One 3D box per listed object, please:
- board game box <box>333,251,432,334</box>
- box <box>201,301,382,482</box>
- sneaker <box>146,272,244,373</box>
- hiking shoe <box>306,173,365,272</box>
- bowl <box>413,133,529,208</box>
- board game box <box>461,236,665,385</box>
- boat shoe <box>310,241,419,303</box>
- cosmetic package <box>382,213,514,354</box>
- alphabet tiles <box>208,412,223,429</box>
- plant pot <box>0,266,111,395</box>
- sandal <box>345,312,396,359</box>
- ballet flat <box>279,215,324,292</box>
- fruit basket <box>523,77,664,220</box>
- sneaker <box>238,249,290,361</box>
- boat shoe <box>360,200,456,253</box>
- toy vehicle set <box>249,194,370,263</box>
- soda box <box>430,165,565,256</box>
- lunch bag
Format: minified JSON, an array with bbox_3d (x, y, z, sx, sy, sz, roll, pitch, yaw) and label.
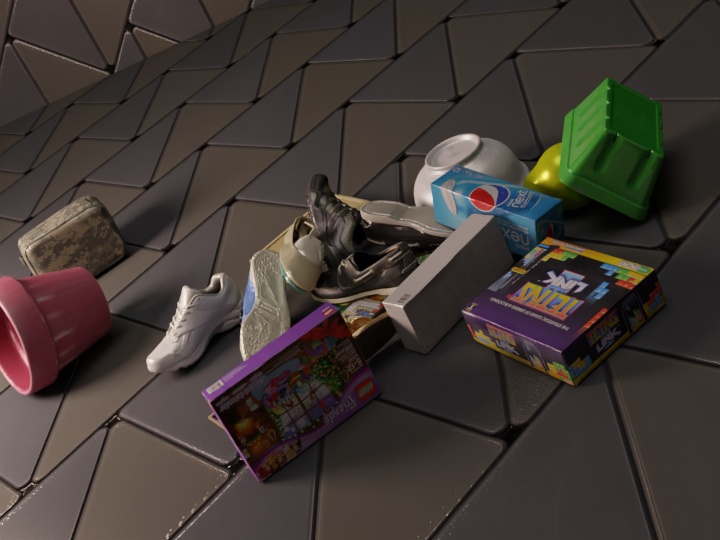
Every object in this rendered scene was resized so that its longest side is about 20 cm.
[{"bbox_3d":[0.023,0.037,1.616,0.104,0.024,0.200,4,40,50],"label":"board game box"},{"bbox_3d":[-0.084,0.154,1.397,0.199,0.138,0.039,-35,27,-13],"label":"box"},{"bbox_3d":[-0.270,0.077,1.740,0.200,0.100,0.077,-43,31,-27],"label":"sneaker"},{"bbox_3d":[-0.031,-0.076,1.787,0.099,0.076,0.202,-10,55,-4],"label":"hiking shoe"},{"bbox_3d":[0.162,-0.152,1.740,0.198,0.091,0.202,-21,29,12],"label":"bowl"},{"bbox_3d":[0.247,0.044,1.365,0.165,0.057,0.199,-37,28,-19],"label":"board game box"},{"bbox_3d":[0.000,0.000,1.604,0.198,0.068,0.072,-11,30,39],"label":"boat shoe"},{"bbox_3d":[0.122,0.015,1.503,0.200,0.083,0.050,-43,29,-27],"label":"cosmetic package"},{"bbox_3d":[-0.120,0.159,1.564,0.199,0.006,0.166,-40,29,-21],"label":"alphabet tiles"},{"bbox_3d":[-0.535,0.087,1.894,0.178,0.203,0.198,-27,22,-34],"label":"plant pot"},{"bbox_3d":[-0.041,0.104,1.487,0.211,0.078,0.070,-41,61,-14],"label":"sandal"},{"bbox_3d":[-0.084,-0.032,1.651,0.069,0.070,0.200,-26,22,4],"label":"ballet flat"},{"bbox_3d":[0.329,-0.145,1.561,0.216,0.154,0.218,-155,90,-86],"label":"fruit basket"},{"bbox_3d":[-0.144,0.081,1.650,0.075,0.112,0.203,2,55,-7],"label":"sneaker"},{"bbox_3d":[0.090,-0.059,1.677,0.197,0.061,0.074,9,33,24],"label":"boat shoe"},{"bbox_3d":[-0.082,-0.057,1.872,0.199,0.027,0.124,-41,30,-22],"label":"toy vehicle set"},{"bbox_3d":[0.193,-0.084,1.569,0.064,0.069,0.199,-35,40,-31],"label":"soda box"},{"bbox_3d":[-0.584,-0.059,2.218,0.199,0.141,0.167,-35,29,-15],"label":"lunch bag"}]
